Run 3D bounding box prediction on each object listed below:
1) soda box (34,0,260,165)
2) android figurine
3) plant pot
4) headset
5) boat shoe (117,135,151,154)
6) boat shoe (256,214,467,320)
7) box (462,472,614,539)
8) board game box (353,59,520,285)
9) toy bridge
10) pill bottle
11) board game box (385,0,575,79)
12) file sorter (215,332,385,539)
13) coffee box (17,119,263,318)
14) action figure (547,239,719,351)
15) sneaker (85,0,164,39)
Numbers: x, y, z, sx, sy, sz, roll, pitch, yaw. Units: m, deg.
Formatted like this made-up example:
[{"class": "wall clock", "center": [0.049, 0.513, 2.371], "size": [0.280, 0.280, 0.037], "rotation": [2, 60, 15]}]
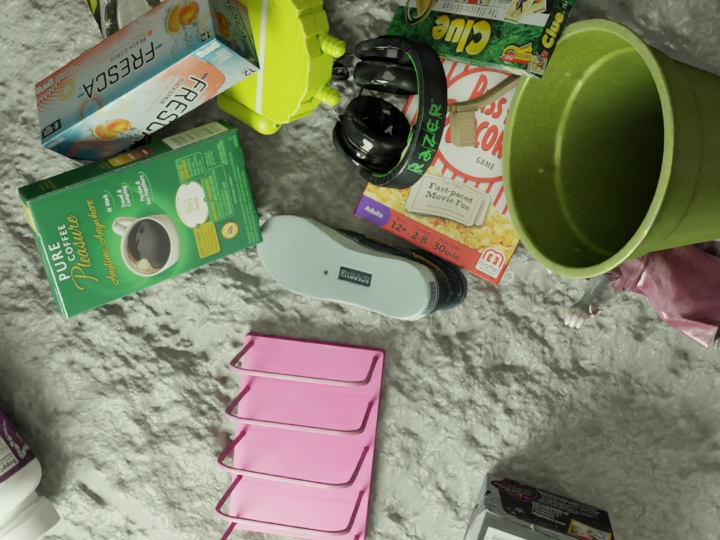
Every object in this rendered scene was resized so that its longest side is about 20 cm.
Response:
[{"class": "soda box", "center": [-0.184, -0.166, 0.963], "size": [0.200, 0.064, 0.069], "rotation": [-25, 63, 25]}, {"class": "android figurine", "center": [-0.091, -0.208, 0.994], "size": [0.200, 0.041, 0.182], "rotation": [30, 130, 32]}, {"class": "plant pot", "center": [0.250, -0.094, 0.916], "size": [0.190, 0.200, 0.201], "rotation": [0, 101, -29]}, {"class": "headset", "center": [0.005, -0.149, 0.975], "size": [0.094, 0.200, 0.124], "rotation": [7, 112, -26]}, {"class": "boat shoe", "center": [-0.214, -0.098, 1.060], "size": [0.068, 0.084, 0.201], "rotation": [-8, 100, 4]}, {"class": "boat shoe", "center": [0.000, 0.000, 1.062], "size": [0.200, 0.091, 0.071], "rotation": [21, 101, 30]}, {"class": "box", "center": [0.146, 0.315, 1.069], "size": [0.132, 0.115, 0.200], "rotation": [18, 99, 4]}, {"class": "board game box", "center": [0.104, -0.110, 1.040], "size": [0.151, 0.046, 0.200], "rotation": [25, 100, 1]}, {"class": "toy bridge", "center": [0.169, -0.150, 0.978], "size": [0.199, 0.027, 0.067], "rotation": [-7, 108, -11]}, {"class": "pill bottle", "center": [-0.386, 0.189, 1.107], "size": [0.112, 0.112, 0.200], "rotation": [-33, 95, 10]}, {"class": "board game box", "center": [0.101, -0.227, 0.957], "size": [0.023, 0.200, 0.105], "rotation": [18, 94, -38]}, {"class": "file sorter", "center": [-0.061, 0.176, 1.063], "size": [0.139, 0.125, 0.201], "rotation": [7, 100, 5]}, {"class": "coffee box", "center": [-0.194, -0.049, 1.015], "size": [0.200, 0.044, 0.123], "rotation": [-24, 123, -20]}, {"class": "action figure", "center": [0.245, -0.010, 0.998], "size": [0.200, 0.134, 0.149], "rotation": [24, 100, -1]}, {"class": "sneaker", "center": [-0.222, -0.263, 1.035], "size": [0.074, 0.085, 0.200], "rotation": [-22, 101, -20]}]
